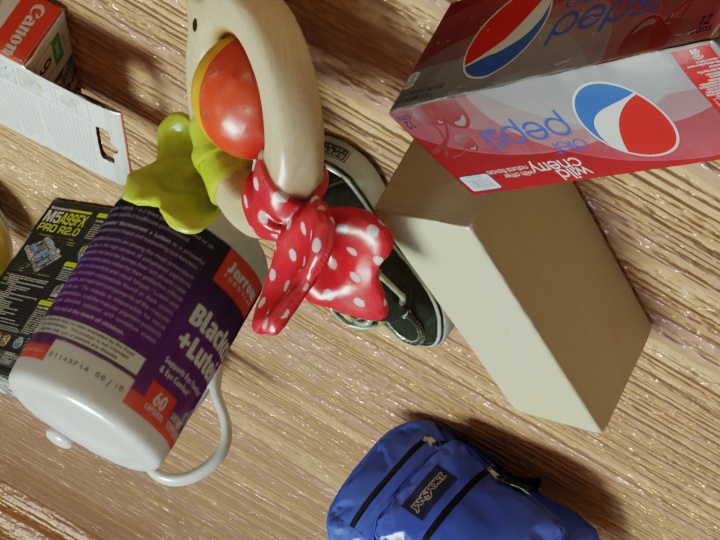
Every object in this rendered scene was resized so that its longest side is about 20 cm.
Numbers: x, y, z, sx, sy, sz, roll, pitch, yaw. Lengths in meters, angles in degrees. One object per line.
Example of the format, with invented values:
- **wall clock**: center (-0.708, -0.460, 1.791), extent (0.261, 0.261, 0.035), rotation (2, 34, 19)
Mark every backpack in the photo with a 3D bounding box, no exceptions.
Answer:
- **backpack**: center (0.075, 0.212, 1.198), extent (0.199, 0.162, 0.169), rotation (32, 154, 31)

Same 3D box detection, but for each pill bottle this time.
- **pill bottle**: center (-0.127, 0.015, 0.953), extent (0.110, 0.201, 0.112), rotation (25, 159, 10)

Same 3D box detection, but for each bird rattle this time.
- **bird rattle**: center (-0.057, -0.062, 0.762), extent (0.200, 0.111, 0.165), rotation (-132, 34, -61)

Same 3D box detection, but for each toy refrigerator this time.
- **toy refrigerator**: center (0.086, 0.001, 0.818), extent (0.069, 0.076, 0.200), rotation (12, 153, 38)

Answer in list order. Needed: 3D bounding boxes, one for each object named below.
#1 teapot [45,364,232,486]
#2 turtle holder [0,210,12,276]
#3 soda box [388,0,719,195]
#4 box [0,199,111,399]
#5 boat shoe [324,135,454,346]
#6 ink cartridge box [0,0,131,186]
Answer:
- **teapot**: center (-0.228, 0.095, 1.342), extent (0.197, 0.147, 0.199), rotation (42, 155, -28)
- **turtle holder**: center (-0.360, -0.011, 1.272), extent (0.186, 0.140, 0.132), rotation (58, 152, 26)
- **soda box**: center (0.102, -0.084, 0.615), extent (0.063, 0.070, 0.199), rotation (41, 157, -26)
- **box**: center (-0.208, 0.029, 1.149), extent (0.198, 0.161, 0.044), rotation (9, 149, 42)
- **boat shoe**: center (0.000, 0.000, 0.943), extent (0.070, 0.064, 0.200), rotation (14, 153, 36)
- **ink cartridge box**: center (-0.223, -0.136, 0.956), extent (0.198, 0.051, 0.109), rotation (27, 158, 6)
